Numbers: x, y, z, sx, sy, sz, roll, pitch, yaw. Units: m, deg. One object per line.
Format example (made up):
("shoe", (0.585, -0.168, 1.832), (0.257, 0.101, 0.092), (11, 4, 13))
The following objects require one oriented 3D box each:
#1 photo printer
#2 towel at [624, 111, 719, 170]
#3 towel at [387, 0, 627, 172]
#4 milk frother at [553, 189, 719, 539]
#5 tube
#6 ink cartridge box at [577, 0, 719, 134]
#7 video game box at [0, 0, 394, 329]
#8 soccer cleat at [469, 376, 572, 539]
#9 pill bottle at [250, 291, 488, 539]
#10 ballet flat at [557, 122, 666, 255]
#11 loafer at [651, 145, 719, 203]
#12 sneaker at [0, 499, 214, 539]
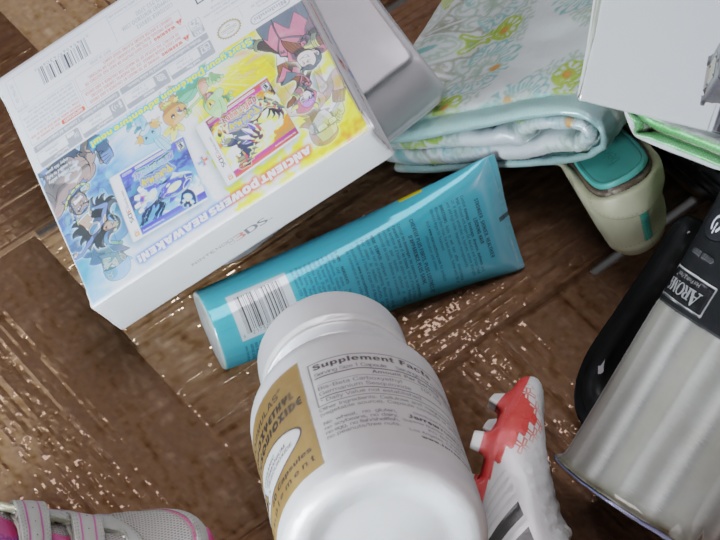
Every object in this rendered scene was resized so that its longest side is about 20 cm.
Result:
("photo printer", (-0.068, -0.109, 1.790), (0.200, 0.069, 0.167), (-38, 56, 5))
("towel", (0.259, -0.076, 1.663), (0.152, 0.023, 0.200), (22, 21, 32))
("towel", (0.110, -0.136, 1.789), (0.200, 0.048, 0.171), (-2, 46, 44))
("milk frother", (0.237, 0.072, 1.637), (0.200, 0.181, 0.189), (31, 96, -8))
("tube", (0.000, 0.000, 1.741), (0.199, 0.078, 0.050), (-21, 30, -9))
("ink cartridge box", (0.229, -0.124, 1.616), (0.199, 0.084, 0.145), (14, 17, 7))
("video game box", (-0.101, -0.092, 1.729), (0.200, 0.047, 0.183), (-32, 57, 10))
("soccer cleat", (0.093, 0.154, 1.624), (0.085, 0.069, 0.201), (12, 58, 3))
("pill bottle", (-0.002, 0.099, 1.609), (0.114, 0.115, 0.200), (-11, 32, -4))
("ballet flat", (0.146, -0.073, 1.779), (0.069, 0.070, 0.200), (-11, 32, -4))
("loafer", (0.229, -0.074, 1.772), (0.068, 0.071, 0.201), (-21, 55, -23))
("sneaker", (-0.179, 0.170, 1.611), (0.199, 0.088, 0.082), (-14, 54, -6))
